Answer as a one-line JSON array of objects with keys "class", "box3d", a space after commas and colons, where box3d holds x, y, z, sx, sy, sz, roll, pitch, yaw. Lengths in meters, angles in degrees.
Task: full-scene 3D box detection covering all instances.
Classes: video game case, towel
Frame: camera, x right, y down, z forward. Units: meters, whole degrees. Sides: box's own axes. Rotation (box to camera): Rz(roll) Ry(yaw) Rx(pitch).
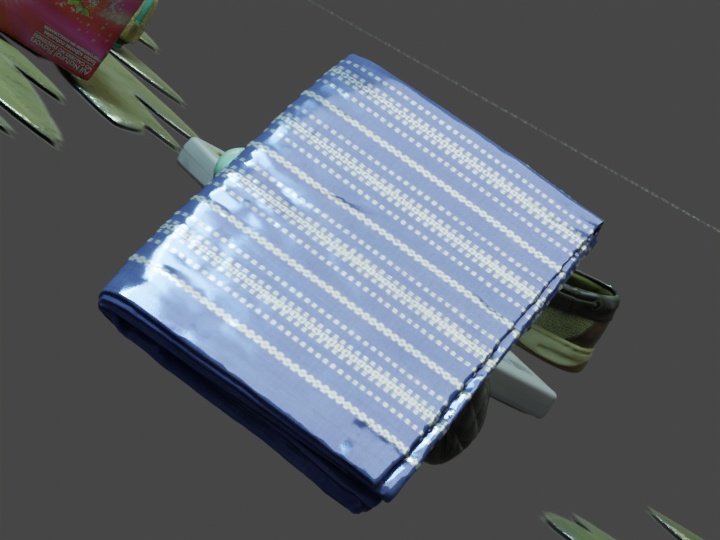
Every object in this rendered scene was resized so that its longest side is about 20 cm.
[{"class": "video game case", "box3d": [0.004, 0.005, 1.359, 0.200, 0.022, 0.182, 27, 13, -46]}, {"class": "towel", "box3d": [0.000, 0.000, 0.965, 0.145, 0.024, 0.200, 36, 49, 9]}]

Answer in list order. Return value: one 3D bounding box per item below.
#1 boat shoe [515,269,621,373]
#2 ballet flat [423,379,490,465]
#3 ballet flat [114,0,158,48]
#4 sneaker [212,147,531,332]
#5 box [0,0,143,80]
[{"class": "boat shoe", "box3d": [0.072, -0.011, 1.412, 0.200, 0.065, 0.073, 31, 11, -25]}, {"class": "ballet flat", "box3d": [0.031, 0.056, 1.146, 0.066, 0.057, 0.200, 9, 2, 3]}, {"class": "ballet flat", "box3d": [-0.212, -0.234, 1.649, 0.200, 0.071, 0.071, 41, 9, 29]}, {"class": "sneaker", "box3d": [0.017, -0.010, 1.068, 0.200, 0.139, 0.078, -122, -163, -51]}, {"class": "box", "box3d": [-0.224, -0.210, 1.359, 0.200, 0.096, 0.100, 31, 9, -31]}]
